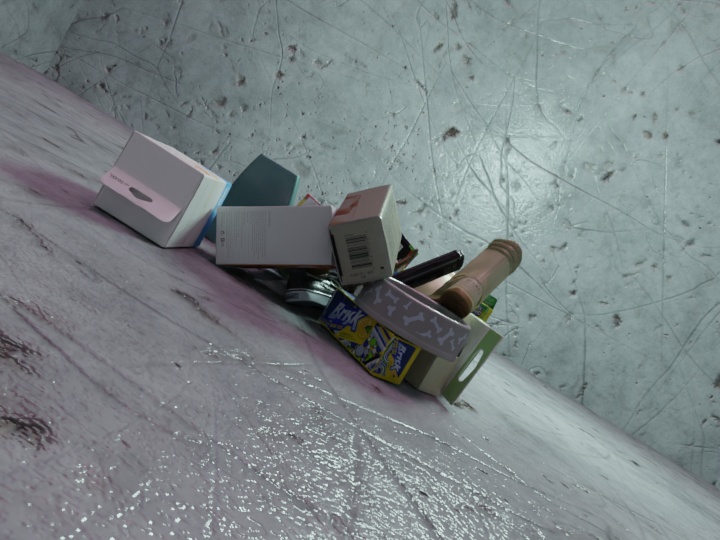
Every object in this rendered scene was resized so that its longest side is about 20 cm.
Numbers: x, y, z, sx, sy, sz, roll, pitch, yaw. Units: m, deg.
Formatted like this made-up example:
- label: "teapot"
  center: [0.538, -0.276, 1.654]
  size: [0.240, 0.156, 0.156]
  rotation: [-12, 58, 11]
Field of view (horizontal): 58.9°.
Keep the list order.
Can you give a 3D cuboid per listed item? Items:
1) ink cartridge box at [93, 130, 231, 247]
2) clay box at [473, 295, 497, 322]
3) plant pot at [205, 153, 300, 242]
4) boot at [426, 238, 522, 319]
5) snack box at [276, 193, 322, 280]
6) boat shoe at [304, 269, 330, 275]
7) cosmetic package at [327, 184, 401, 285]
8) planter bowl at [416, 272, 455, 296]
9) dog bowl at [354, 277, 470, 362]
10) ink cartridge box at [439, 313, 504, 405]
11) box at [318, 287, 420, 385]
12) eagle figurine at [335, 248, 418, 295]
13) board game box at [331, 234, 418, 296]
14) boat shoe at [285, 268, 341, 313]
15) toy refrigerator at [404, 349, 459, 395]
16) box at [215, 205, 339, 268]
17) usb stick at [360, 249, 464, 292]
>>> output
- label: "ink cartridge box"
  center: [-0.304, -0.121, 0.995]
  size: [0.128, 0.126, 0.200]
  rotation: [31, 3, -1]
- label: "clay box"
  center: [0.242, 0.129, 1.584]
  size: [0.114, 0.201, 0.047]
  rotation: [32, 4, 35]
- label: "plant pot"
  center: [-0.213, -0.131, 1.321]
  size: [0.140, 0.201, 0.141]
  rotation: [29, 3, -6]
- label: "boot"
  center: [0.198, 0.021, 1.134]
  size: [0.073, 0.155, 0.200]
  rotation: [47, -16, 5]
- label: "snack box"
  center: [-0.125, -0.061, 1.259]
  size: [0.053, 0.142, 0.200]
  rotation: [43, -5, 7]
- label: "boat shoe"
  center: [-0.091, -0.017, 1.239]
  size: [0.073, 0.070, 0.200]
  rotation: [20, -23, -6]
- label: "cosmetic package"
  center: [0.012, -0.063, 1.047]
  size: [0.086, 0.105, 0.200]
  rotation: [-10, 18, 12]
- label: "planter bowl"
  center: [0.140, 0.094, 1.503]
  size: [0.199, 0.202, 0.134]
  rotation: [33, 31, 29]
- label: "dog bowl"
  center: [0.088, 0.070, 1.019]
  size: [0.199, 0.059, 0.200]
  rotation: [30, 5, -3]
- label: "ink cartridge box"
  center: [0.179, 0.152, 1.123]
  size: [0.048, 0.146, 0.200]
  rotation: [36, 1, -21]
- label: "box"
  center: [0.009, 0.100, 1.023]
  size: [0.064, 0.071, 0.200]
  rotation: [28, 5, -34]
- label: "eagle figurine"
  center: [0.002, 0.007, 1.264]
  size: [0.150, 0.153, 0.199]
  rotation: [-5, 7, -30]
- label: "board game box"
  center: [0.007, -0.027, 1.411]
  size: [0.166, 0.200, 0.057]
  rotation: [49, -13, -22]
- label: "boat shoe"
  center: [-0.067, 0.037, 1.143]
  size: [0.073, 0.069, 0.199]
  rotation: [-7, -15, 34]
- label: "toy refrigerator"
  center: [0.072, 0.130, 1.116]
  size: [0.070, 0.076, 0.199]
  rotation: [27, 5, -46]
- label: "box"
  center: [-0.130, -0.053, 1.085]
  size: [0.197, 0.099, 0.124]
  rotation: [0, -3, 11]
- label: "usb stick"
  center: [0.093, 0.012, 1.137]
  size: [0.056, 0.198, 0.033]
  rotation: [92, -26, -61]
